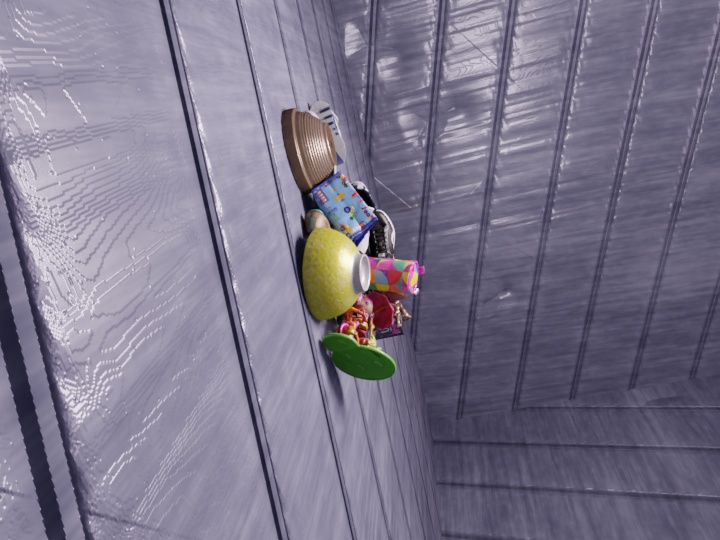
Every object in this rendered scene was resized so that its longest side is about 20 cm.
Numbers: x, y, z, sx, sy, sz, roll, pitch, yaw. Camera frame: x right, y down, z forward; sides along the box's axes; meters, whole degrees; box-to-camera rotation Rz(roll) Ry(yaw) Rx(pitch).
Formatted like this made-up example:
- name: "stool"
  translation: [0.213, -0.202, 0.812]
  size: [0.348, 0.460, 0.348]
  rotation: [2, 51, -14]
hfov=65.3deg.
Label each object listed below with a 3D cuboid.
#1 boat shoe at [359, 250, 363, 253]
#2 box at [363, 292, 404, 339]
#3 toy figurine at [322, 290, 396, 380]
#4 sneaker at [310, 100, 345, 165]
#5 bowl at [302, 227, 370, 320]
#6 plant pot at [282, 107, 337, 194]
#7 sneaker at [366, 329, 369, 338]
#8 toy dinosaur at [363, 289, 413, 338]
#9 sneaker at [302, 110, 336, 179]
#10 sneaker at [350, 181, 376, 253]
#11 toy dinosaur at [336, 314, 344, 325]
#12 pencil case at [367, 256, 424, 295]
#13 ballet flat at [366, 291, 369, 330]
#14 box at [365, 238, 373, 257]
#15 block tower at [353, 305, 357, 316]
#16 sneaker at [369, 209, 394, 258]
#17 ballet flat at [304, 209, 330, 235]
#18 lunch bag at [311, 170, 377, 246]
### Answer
- name: "boat shoe"
  translation: [-0.004, -0.005, 1.538]
  size: [0.075, 0.074, 0.203]
  rotation: [52, -23, 15]
- name: "box"
  translation: [0.059, 0.124, 1.794]
  size: [0.201, 0.131, 0.116]
  rotation: [67, 14, -53]
- name: "toy figurine"
  translation: [0.008, 0.125, 1.301]
  size: [0.200, 0.149, 0.186]
  rotation: [42, 45, -33]
- name: "sneaker"
  translation: [-0.090, -0.421, 1.718]
  size: [0.115, 0.080, 0.202]
  rotation: [-74, 149, -69]
- name: "bowl"
  translation: [-0.040, 0.007, 1.216]
  size: [0.200, 0.106, 0.203]
  rotation: [-1, 90, -74]
- name: "plant pot"
  translation: [-0.112, -0.291, 1.341]
  size: [0.201, 0.092, 0.203]
  rotation: [-11, 90, -83]
- name: "sneaker"
  translation: [-0.018, 0.186, 1.449]
  size: [0.200, 0.065, 0.079]
  rotation: [38, 54, -78]
- name: "toy dinosaur"
  translation: [0.058, 0.082, 1.439]
  size: [0.200, 0.085, 0.137]
  rotation: [-50, -126, 42]
- name: "sneaker"
  translation: [-0.105, -0.326, 1.488]
  size: [0.085, 0.072, 0.202]
  rotation: [-67, 144, -68]
- name: "sneaker"
  translation: [-0.004, -0.135, 1.478]
  size: [0.130, 0.078, 0.202]
  rotation: [-151, -114, -81]
- name: "toy dinosaur"
  translation: [-0.064, 0.039, 1.382]
  size: [0.089, 0.047, 0.202]
  rotation: [-78, 153, -54]
- name: "pencil case"
  translation: [0.047, 0.008, 1.347]
  size: [0.088, 0.198, 0.090]
  rotation: [7, 90, -67]
- name: "ballet flat"
  translation: [0.035, 0.118, 1.667]
  size: [0.056, 0.066, 0.202]
  rotation: [26, 77, -31]
- name: "box"
  translation: [-0.012, -0.077, 1.684]
  size: [0.201, 0.103, 0.183]
  rotation: [-90, 165, -52]
- name: "block tower"
  translation: [-0.039, 0.053, 1.487]
  size: [0.058, 0.053, 0.202]
  rotation: [-89, 165, -60]
- name: "sneaker"
  translation: [0.063, -0.068, 1.581]
  size: [0.112, 0.072, 0.202]
  rotation: [-60, 140, -77]
- name: "ballet flat"
  translation: [-0.082, -0.060, 1.329]
  size: [0.201, 0.067, 0.073]
  rotation: [63, 26, -55]
- name: "lunch bag"
  translation: [-0.052, -0.130, 1.406]
  size: [0.151, 0.094, 0.200]
  rotation: [52, -16, 5]
